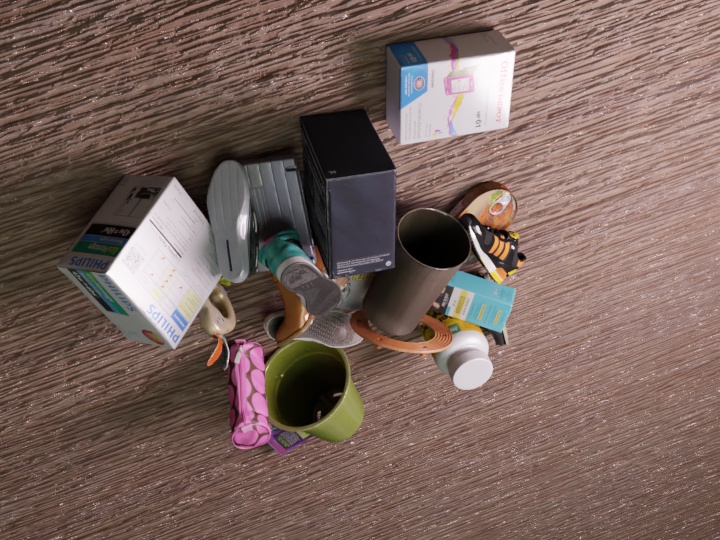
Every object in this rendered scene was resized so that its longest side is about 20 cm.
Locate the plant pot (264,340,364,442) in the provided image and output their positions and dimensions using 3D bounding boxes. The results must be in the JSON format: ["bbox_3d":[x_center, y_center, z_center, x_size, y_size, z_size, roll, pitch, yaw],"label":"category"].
[{"bbox_3d":[-0.080,0.264,1.749,0.199,0.201,0.190,-29,143,5],"label":"plant pot"}]

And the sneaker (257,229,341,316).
[{"bbox_3d":[-0.109,-0.003,1.449,0.083,0.121,0.200,-37,149,1],"label":"sneaker"}]

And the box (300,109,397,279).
[{"bbox_3d":[-0.020,-0.129,1.424,0.122,0.200,0.199,-11,131,-11],"label":"box"}]

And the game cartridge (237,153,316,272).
[{"bbox_3d":[-0.155,-0.096,1.467,0.129,0.038,0.201,-4,116,12],"label":"game cartridge"}]

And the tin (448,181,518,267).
[{"bbox_3d":[0.215,-0.086,1.653,0.112,0.042,0.200,28,115,-39],"label":"tin"}]

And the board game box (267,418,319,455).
[{"bbox_3d":[-0.176,0.314,1.843,0.120,0.032,0.200,-34,130,3],"label":"board game box"}]

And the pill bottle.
[{"bbox_3d":[0.189,0.139,1.717,0.112,0.200,0.113,-10,131,-12],"label":"pill bottle"}]

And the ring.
[{"bbox_3d":[0.077,0.116,1.627,0.199,0.200,0.019,3,110,-22],"label":"ring"}]

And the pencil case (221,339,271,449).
[{"bbox_3d":[-0.220,0.235,1.649,0.090,0.201,0.094,-5,145,-11],"label":"pencil case"}]

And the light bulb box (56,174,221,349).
[{"bbox_3d":[-0.340,-0.015,1.384,0.124,0.201,0.199,6,143,35],"label":"light bulb box"}]

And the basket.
[{"bbox_3d":[0.093,0.011,1.557,0.136,0.180,0.201,35,129,7],"label":"basket"}]

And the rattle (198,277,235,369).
[{"bbox_3d":[-0.222,0.061,1.505,0.142,0.200,0.131,-20,132,-3],"label":"rattle"}]

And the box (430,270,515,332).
[{"bbox_3d":[0.194,0.048,1.669,0.199,0.049,0.083,18,134,5],"label":"box"}]

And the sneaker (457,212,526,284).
[{"bbox_3d":[0.253,-0.059,1.625,0.090,0.070,0.200,-35,135,3],"label":"sneaker"}]

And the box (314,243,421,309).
[{"bbox_3d":[0.000,0.000,1.637,0.199,0.048,0.159,3,126,-22],"label":"box"}]

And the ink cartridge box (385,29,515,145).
[{"bbox_3d":[0.148,-0.304,1.420,0.199,0.085,0.145,-12,130,-12],"label":"ink cartridge box"}]

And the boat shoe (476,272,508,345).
[{"bbox_3d":[0.264,0.087,1.791,0.063,0.074,0.202,-20,131,9],"label":"boat shoe"}]

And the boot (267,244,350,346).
[{"bbox_3d":[-0.133,0.030,1.561,0.155,0.077,0.200,41,116,-2],"label":"boot"}]

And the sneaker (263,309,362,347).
[{"bbox_3d":[-0.092,0.104,1.670,0.199,0.085,0.073,8,95,-18],"label":"sneaker"}]

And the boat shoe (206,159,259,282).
[{"bbox_3d":[-0.208,-0.082,1.425,0.072,0.071,0.202,2,97,19],"label":"boat shoe"}]
